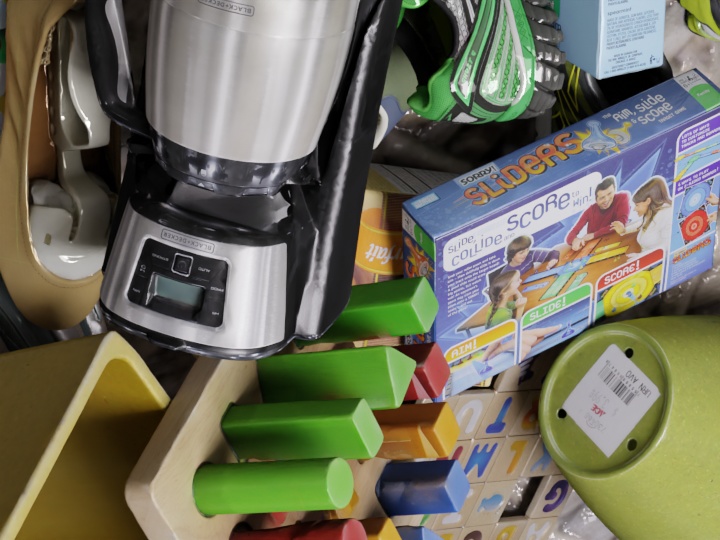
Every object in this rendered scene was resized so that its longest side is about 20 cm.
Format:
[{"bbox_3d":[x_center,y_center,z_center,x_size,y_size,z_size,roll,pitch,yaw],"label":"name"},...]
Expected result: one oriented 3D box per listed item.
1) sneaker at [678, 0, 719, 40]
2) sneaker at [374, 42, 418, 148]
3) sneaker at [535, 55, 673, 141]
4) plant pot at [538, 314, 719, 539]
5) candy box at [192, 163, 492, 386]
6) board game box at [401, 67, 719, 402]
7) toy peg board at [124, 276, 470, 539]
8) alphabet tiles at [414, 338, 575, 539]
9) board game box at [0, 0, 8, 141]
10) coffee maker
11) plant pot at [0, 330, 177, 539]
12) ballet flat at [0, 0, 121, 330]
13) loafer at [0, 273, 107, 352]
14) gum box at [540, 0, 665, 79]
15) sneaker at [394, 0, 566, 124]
[{"bbox_3d":[0.253,-0.220,1.432,0.074,0.081,0.200,-1,113,-32],"label":"sneaker"},{"bbox_3d":[-0.038,-0.126,1.304,0.200,0.067,0.090,23,94,-41],"label":"sneaker"},{"bbox_3d":[0.145,-0.089,1.427,0.074,0.085,0.200,-32,126,-14],"label":"sneaker"},{"bbox_3d":[0.200,0.100,1.469,0.200,0.187,0.187,24,99,-47],"label":"plant pot"},{"bbox_3d":[0.000,0.000,1.398,0.200,0.055,0.116,5,112,-35],"label":"candy box"},{"bbox_3d":[0.116,-0.019,1.383,0.200,0.034,0.136,-25,139,-21],"label":"board game box"},{"bbox_3d":[-0.004,0.115,1.281,0.199,0.098,0.200,63,37,-31],"label":"toy peg board"},{"bbox_3d":[0.082,0.114,1.491,0.200,0.008,0.167,0,121,-49],"label":"alphabet tiles"},{"bbox_3d":[-0.241,-0.108,1.209,0.200,0.035,0.126,-1,114,-31],"label":"board game box"},{"bbox_3d":[-0.040,-0.075,1.185,0.192,0.135,0.200,-17,127,-47],"label":"coffee maker"},{"bbox_3d":[-0.193,0.166,1.255,0.196,0.200,0.194,58,43,-38],"label":"plant pot"},{"bbox_3d":[-0.147,-0.056,1.222,0.069,0.063,0.200,-13,115,-29],"label":"ballet flat"},{"bbox_3d":[-0.137,0.067,1.341,0.063,0.072,0.200,-39,125,-17],"label":"loafer"},{"bbox_3d":[0.097,-0.223,1.278,0.044,0.170,0.200,-13,120,-25],"label":"gum box"},{"bbox_3d":[0.038,-0.171,1.273,0.085,0.078,0.200,-13,77,-31],"label":"sneaker"}]
